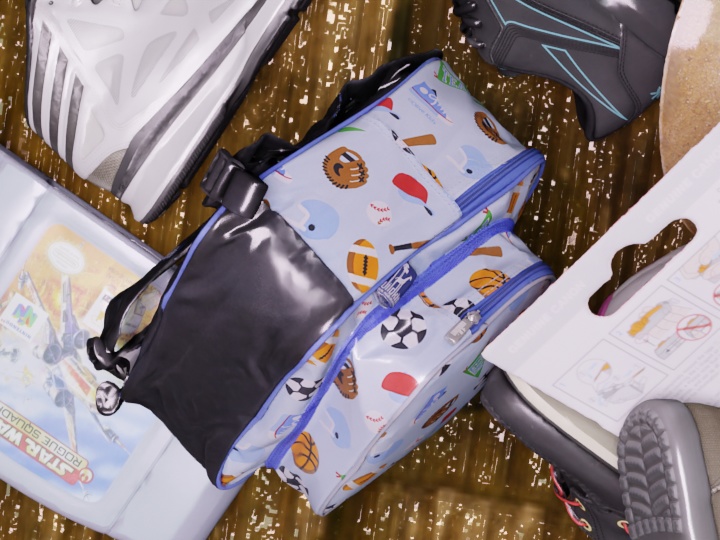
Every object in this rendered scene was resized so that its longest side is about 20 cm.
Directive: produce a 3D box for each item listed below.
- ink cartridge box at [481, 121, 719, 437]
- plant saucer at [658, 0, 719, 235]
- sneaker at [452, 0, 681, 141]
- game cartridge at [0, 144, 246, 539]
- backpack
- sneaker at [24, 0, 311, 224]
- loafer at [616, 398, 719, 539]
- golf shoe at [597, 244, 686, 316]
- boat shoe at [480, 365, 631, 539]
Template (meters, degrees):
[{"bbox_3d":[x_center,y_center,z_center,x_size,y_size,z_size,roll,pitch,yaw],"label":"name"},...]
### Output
[{"bbox_3d":[0.174,0.018,1.045,0.200,0.047,0.160,29,123,-25],"label":"ink cartridge box"},{"bbox_3d":[0.208,-0.097,1.085,0.035,0.200,0.200,25,94,38],"label":"plant saucer"},{"bbox_3d":[0.067,-0.138,1.136,0.200,0.075,0.079,36,106,-11],"label":"sneaker"},{"bbox_3d":[-0.136,0.045,1.184,0.200,0.042,0.133,34,90,1],"label":"game cartridge"},{"bbox_3d":[0.000,0.000,1.091,0.154,0.200,0.191,42,54,0],"label":"backpack"},{"bbox_3d":[-0.090,-0.133,1.152,0.115,0.076,0.201,35,96,-1],"label":"sneaker"},{"bbox_3d":[0.161,0.150,1.030,0.070,0.075,0.200,-9,94,-21],"label":"loafer"},{"bbox_3d":[0.208,0.016,1.137,0.200,0.092,0.075,-10,93,5],"label":"golf shoe"},{"bbox_3d":[0.121,0.099,1.114,0.063,0.074,0.201,-40,129,19],"label":"boat shoe"}]
